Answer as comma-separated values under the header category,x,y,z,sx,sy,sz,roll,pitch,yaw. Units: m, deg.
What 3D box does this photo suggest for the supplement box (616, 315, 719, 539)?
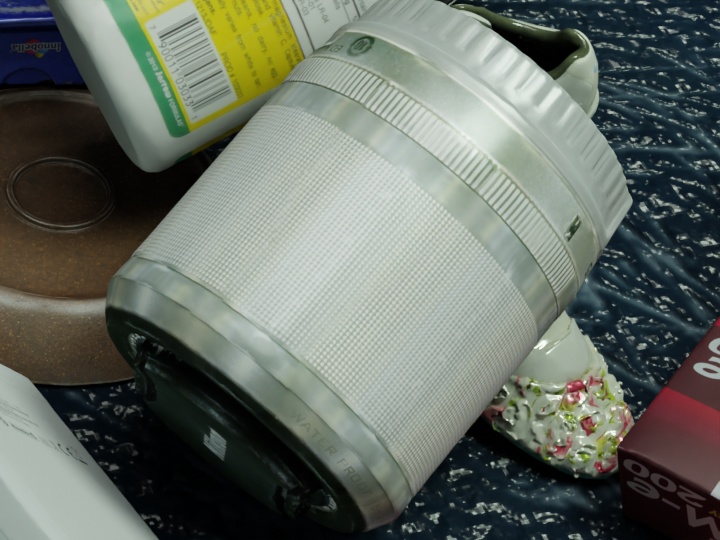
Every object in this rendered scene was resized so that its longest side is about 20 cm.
category,x,y,z,sx,sy,sz,roll,pitch,yaw
supplement box,0.216,0.050,1.204,0.109,0.061,0.200,26,61,28

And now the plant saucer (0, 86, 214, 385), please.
category,x,y,z,sx,sy,sz,roll,pitch,yaw
plant saucer,-0.147,-0.027,1.272,0.200,0.035,0.201,6,44,-6

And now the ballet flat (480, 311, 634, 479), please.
category,x,y,z,sx,sy,sz,roll,pitch,yaw
ballet flat,0.057,0.018,1.247,0.076,0.064,0.200,-27,56,-35

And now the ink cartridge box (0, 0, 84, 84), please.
category,x,y,z,sx,sy,sz,roll,pitch,yaw
ink cartridge box,-0.180,-0.157,1.346,0.136,0.077,0.200,-3,35,-16

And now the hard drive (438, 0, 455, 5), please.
category,x,y,z,sx,sy,sz,roll,pitch,yaw
hard drive,0.008,-0.176,1.394,0.139,0.038,0.200,1,22,21

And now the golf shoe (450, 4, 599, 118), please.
category,x,y,z,sx,sy,sz,roll,pitch,yaw
golf shoe,0.026,-0.114,1.347,0.199,0.097,0.079,7,64,-3

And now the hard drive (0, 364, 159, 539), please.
category,x,y,z,sx,sy,sz,roll,pitch,yaw
hard drive,-0.124,0.101,1.085,0.027,0.132,0.200,-47,58,4

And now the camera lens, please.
category,x,y,z,sx,sy,sz,roll,pitch,yaw
camera lens,0.000,0.000,1.143,0.160,0.160,0.200,34,75,22

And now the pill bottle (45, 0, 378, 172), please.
category,x,y,z,sx,sy,sz,roll,pitch,yaw
pill bottle,-0.038,-0.137,1.225,0.200,0.113,0.113,-28,52,-7
